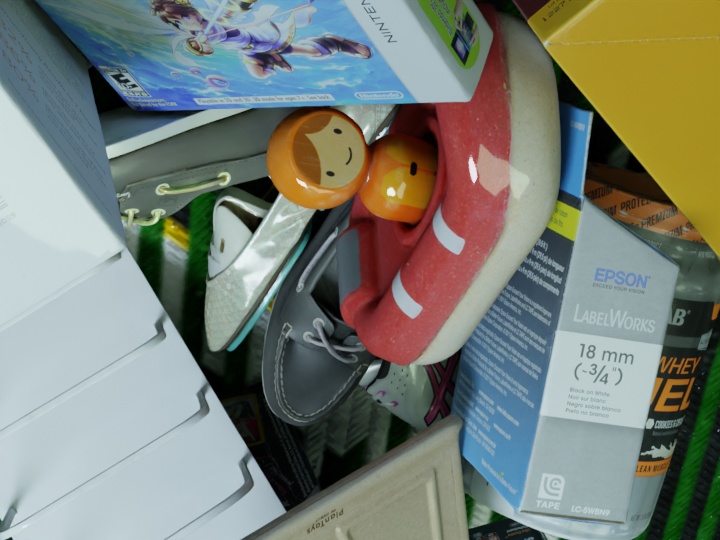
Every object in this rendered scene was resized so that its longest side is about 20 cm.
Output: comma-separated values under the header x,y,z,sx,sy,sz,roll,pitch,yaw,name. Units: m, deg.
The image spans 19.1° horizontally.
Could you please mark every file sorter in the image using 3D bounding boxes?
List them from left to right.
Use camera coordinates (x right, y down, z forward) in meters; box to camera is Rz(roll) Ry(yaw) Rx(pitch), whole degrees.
x,y,z,sx,sy,sz,roll,pitch,yaw,name
-0.136,0.104,1.149,0.138,0.125,0.200,-31,95,-5,file sorter

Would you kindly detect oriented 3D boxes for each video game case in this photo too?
x,y,z,sx,sy,sz,roll,pitch,yaw,name
-0.066,-0.142,0.968,0.199,0.046,0.181,1,147,32,video game case

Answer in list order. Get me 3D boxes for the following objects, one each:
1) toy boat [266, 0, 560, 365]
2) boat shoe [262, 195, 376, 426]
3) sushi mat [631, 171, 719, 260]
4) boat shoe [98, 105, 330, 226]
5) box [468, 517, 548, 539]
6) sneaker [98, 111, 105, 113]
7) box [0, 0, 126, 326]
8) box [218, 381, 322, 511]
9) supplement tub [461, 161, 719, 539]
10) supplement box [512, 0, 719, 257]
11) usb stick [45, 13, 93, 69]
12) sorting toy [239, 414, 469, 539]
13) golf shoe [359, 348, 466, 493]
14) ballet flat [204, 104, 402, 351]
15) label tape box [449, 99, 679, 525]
x,y,z,sx,sy,sz,roll,pitch,yaw,name
0.016,-0.049,1.074,0.130,0.131,0.200,12,138,-19,toy boat
0.000,0.000,1.206,0.067,0.057,0.201,25,96,-12,boat shoe
0.207,-0.021,1.293,0.199,0.012,0.096,2,128,7,sushi mat
-0.102,-0.056,1.095,0.201,0.072,0.061,-23,113,-23,boat shoe
0.007,0.226,1.255,0.199,0.046,0.159,-12,143,-23,box
-0.195,-0.017,1.139,0.199,0.060,0.104,-25,166,-32,sneaker
-0.198,-0.082,0.962,0.106,0.200,0.152,-32,121,5,box
-0.069,0.193,1.332,0.114,0.132,0.200,-21,135,-6,box
0.136,0.045,1.238,0.122,0.122,0.201,8,104,-30,supplement tub
0.151,-0.154,1.080,0.133,0.200,0.197,-38,134,10,supplement box
-0.159,-0.119,1.087,0.200,0.033,0.055,-39,127,11,usb stick
-0.015,0.187,1.120,0.185,0.036,0.201,-28,130,-31,sorting toy
0.038,0.060,1.312,0.092,0.073,0.201,-16,125,-5,golf shoe
-0.047,-0.044,1.197,0.062,0.067,0.200,32,110,-11,ballet flat
0.106,0.013,1.099,0.063,0.144,0.201,8,99,-15,label tape box
